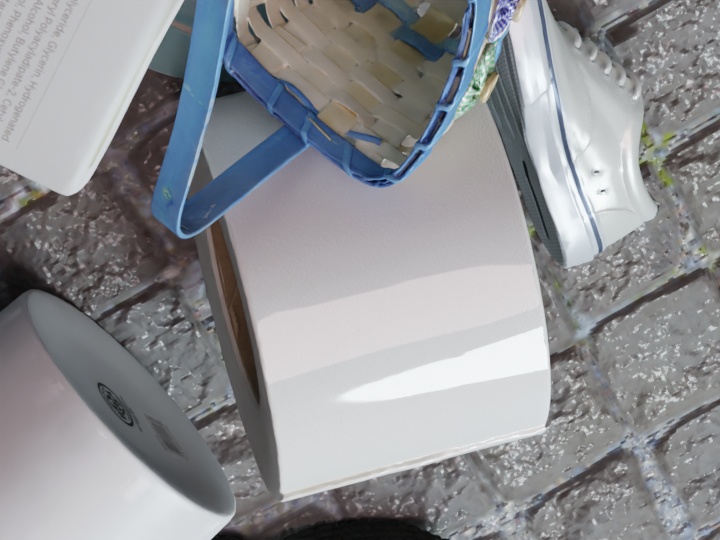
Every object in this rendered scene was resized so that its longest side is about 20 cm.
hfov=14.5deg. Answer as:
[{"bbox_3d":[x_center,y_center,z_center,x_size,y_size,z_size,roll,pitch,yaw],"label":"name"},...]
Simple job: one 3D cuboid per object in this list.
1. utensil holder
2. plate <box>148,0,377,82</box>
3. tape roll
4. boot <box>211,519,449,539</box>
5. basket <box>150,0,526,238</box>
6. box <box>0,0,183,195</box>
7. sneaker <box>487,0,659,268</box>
[{"bbox_3d":[-0.188,0.132,1.440,0.200,0.170,0.170,-43,122,9],"label":"utensil holder"},{"bbox_3d":[-0.056,-0.178,1.380,0.200,0.026,0.201,-8,122,-12],"label":"plate"},{"bbox_3d":[0.000,0.000,1.396,0.139,0.203,0.203,-15,122,-8],"label":"tape roll"},{"bbox_3d":[-0.033,0.212,1.600,0.199,0.068,0.131,-1,125,-7],"label":"boot"},{"bbox_3d":[-0.010,-0.119,1.249,0.200,0.139,0.177,-34,156,-36],"label":"basket"},{"bbox_3d":[-0.140,-0.185,1.203,0.171,0.199,0.200,26,128,-10],"label":"box"},{"bbox_3d":[0.105,-0.093,1.457,0.071,0.073,0.200,-28,133,-9],"label":"sneaker"}]
